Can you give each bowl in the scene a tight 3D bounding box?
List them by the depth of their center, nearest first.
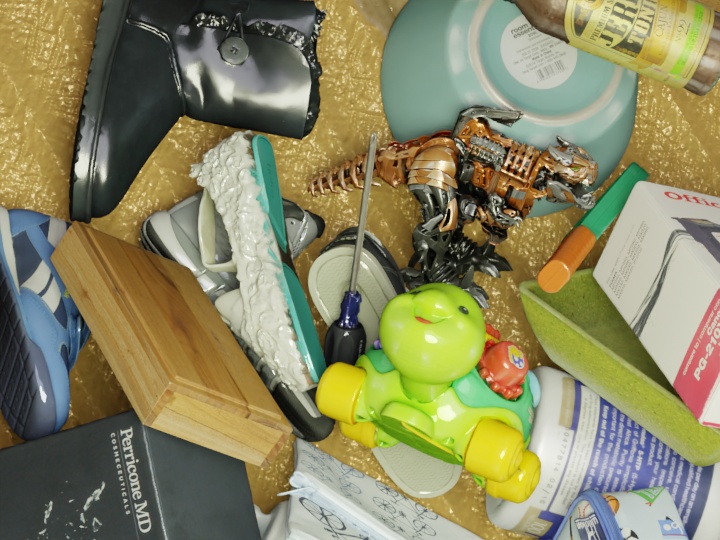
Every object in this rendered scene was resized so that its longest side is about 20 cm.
[{"bbox_3d":[0.124,-0.147,1.680,0.201,0.105,0.201,3,77,-13],"label":"bowl"}]

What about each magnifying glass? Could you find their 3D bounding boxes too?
[{"bbox_3d":[0.162,-0.027,1.629,0.022,0.200,0.080,43,117,3],"label":"magnifying glass"}]

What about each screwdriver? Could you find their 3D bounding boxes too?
[{"bbox_3d":[0.000,0.000,1.551,0.029,0.028,0.200,-2,115,-33],"label":"screwdriver"}]

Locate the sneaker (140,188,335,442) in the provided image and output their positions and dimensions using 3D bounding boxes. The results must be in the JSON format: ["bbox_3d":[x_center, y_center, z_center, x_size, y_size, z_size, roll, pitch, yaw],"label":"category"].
[{"bbox_3d":[-0.055,0.015,1.622,0.115,0.075,0.200,-37,87,-20],"label":"sneaker"}]

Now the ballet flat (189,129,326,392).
[{"bbox_3d":[-0.073,0.000,1.566,0.072,0.072,0.200,-7,64,-14],"label":"ballet flat"}]

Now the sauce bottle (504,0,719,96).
[{"bbox_3d":[0.163,-0.184,1.609,0.200,0.065,0.065,19,74,-7],"label":"sauce bottle"}]

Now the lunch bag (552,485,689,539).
[{"bbox_3d":[0.170,0.246,1.519,0.075,0.200,0.160,-1,49,-17],"label":"lunch bag"}]

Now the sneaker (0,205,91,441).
[{"bbox_3d":[-0.211,0.031,1.551,0.082,0.074,0.200,8,44,-26],"label":"sneaker"}]

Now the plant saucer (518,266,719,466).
[{"bbox_3d":[0.229,0.068,1.613,0.200,0.048,0.200,37,28,30],"label":"plant saucer"}]

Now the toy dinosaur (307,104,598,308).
[{"bbox_3d":[0.068,-0.054,1.632,0.102,0.200,0.136,-26,121,-47],"label":"toy dinosaur"}]

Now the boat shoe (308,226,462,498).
[{"bbox_3d":[0.025,0.064,1.621,0.072,0.068,0.200,-19,105,11],"label":"boat shoe"}]

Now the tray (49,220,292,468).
[{"bbox_3d":[-0.124,0.044,1.481,0.099,0.200,0.037,24,107,-36],"label":"tray"}]

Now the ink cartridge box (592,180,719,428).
[{"bbox_3d":[0.266,0.029,1.561,0.145,0.200,0.084,11,115,-23],"label":"ink cartridge box"}]

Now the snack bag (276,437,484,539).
[{"bbox_3d":[0.030,0.188,1.546,0.188,0.200,0.021,31,101,-4],"label":"snack bag"}]

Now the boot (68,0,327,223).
[{"bbox_3d":[-0.113,-0.116,1.633,0.168,0.076,0.200,11,68,-6],"label":"boot"}]

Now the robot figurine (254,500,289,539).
[{"bbox_3d":[-0.024,0.232,1.559,0.200,0.113,0.170,30,44,-4],"label":"robot figurine"}]

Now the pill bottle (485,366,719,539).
[{"bbox_3d":[0.200,0.151,1.622,0.200,0.120,0.120,18,75,-7],"label":"pill bottle"}]

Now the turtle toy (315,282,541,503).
[{"bbox_3d":[0.054,0.073,1.501,0.146,0.200,0.101,20,79,17],"label":"turtle toy"}]

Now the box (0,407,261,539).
[{"bbox_3d":[-0.170,0.206,1.479,0.196,0.124,0.200,-18,79,24],"label":"box"}]
